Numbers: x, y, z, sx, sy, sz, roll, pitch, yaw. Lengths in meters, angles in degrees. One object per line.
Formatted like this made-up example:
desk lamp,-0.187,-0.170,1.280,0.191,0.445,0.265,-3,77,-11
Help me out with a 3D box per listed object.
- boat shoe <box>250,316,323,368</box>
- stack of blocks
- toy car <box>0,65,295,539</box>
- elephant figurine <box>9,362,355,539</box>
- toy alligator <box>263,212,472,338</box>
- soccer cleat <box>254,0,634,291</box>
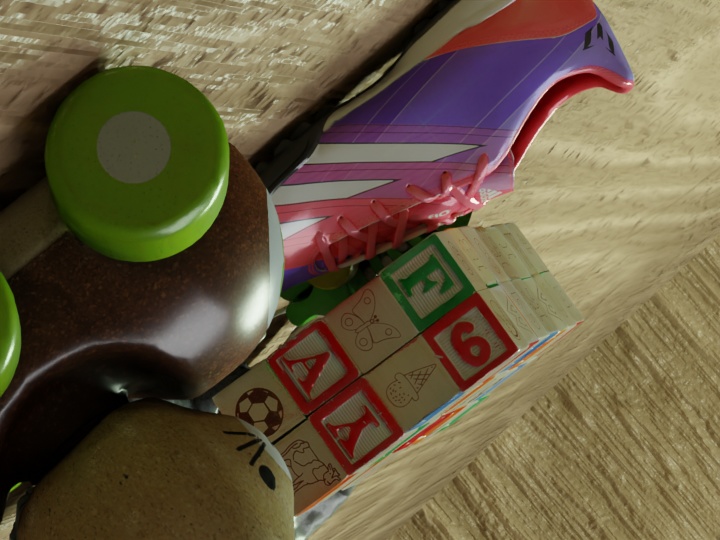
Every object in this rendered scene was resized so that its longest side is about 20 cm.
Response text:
boat shoe,-0.064,0.097,1.354,0.069,0.071,0.200,-27,157,-46
stack of blocks,0.023,0.038,1.076,0.115,0.059,0.200,-37,174,12
toy car,-0.053,0.065,0.783,0.158,0.200,0.164,-39,171,-12
elephant figurine,-0.071,0.093,1.141,0.155,0.141,0.201,-91,-154,-63
toy alligator,0.000,0.000,1.182,0.200,0.054,0.059,-48,169,35
soccer cleat,0.018,-0.041,0.996,0.200,0.073,0.068,-42,171,0
